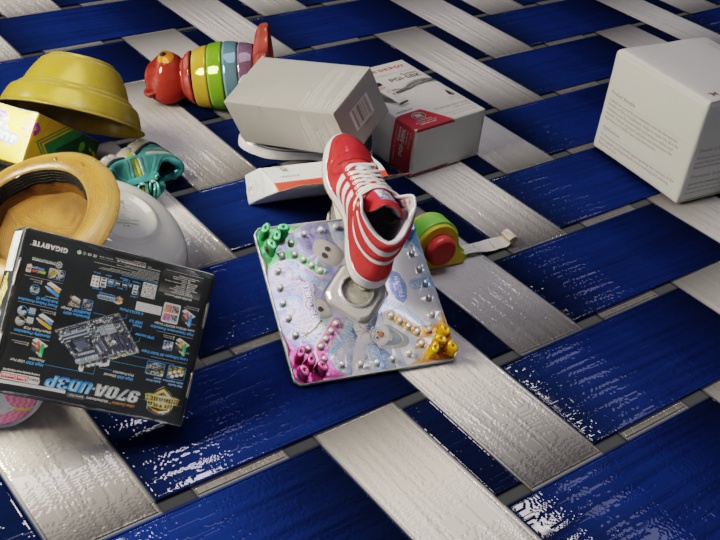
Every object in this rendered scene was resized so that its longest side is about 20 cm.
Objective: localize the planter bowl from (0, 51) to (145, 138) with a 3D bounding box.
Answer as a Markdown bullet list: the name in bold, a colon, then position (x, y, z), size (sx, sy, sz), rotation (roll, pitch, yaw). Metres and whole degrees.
- **planter bowl**: position (-0.381, -0.242, 1.488), size (0.200, 0.084, 0.200), rotation (11, -3, 0)

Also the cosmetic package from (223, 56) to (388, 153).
- **cosmetic package**: position (-0.078, -0.230, 1.547), size (0.200, 0.090, 0.107), rotation (12, 54, 37)

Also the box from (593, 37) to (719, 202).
- **box**: position (0.508, -0.237, 1.702), size (0.200, 0.171, 0.199), rotation (-14, 39, -28)

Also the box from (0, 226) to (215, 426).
- **box**: position (-0.256, 0.057, 1.092), size (0.200, 0.159, 0.046), rotation (15, -7, -27)

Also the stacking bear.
- **stacking bear**: position (-0.237, -0.304, 1.722), size (0.200, 0.114, 0.122), rotation (-4, 48, 2)

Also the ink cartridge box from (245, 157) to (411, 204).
- **ink cartridge box**: position (-0.047, -0.127, 1.459), size (0.162, 0.057, 0.200), rotation (-9, -4, -23)

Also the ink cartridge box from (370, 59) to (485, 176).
- **ink cartridge box**: position (0.068, -0.238, 1.702), size (0.147, 0.083, 0.200), rotation (-21, 44, -34)

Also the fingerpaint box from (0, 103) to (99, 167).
- **fingerpaint box**: position (-0.475, -0.178, 1.453), size (0.200, 0.073, 0.167), rotation (17, -2, 14)

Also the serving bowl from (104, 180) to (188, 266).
- **serving bowl**: position (-0.290, -0.044, 1.306), size (0.200, 0.066, 0.200), rotation (21, 36, -17)

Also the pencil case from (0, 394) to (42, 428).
- **pencil case**: position (-0.384, 0.074, 1.160), size (0.091, 0.083, 0.200), rotation (-21, 39, -9)

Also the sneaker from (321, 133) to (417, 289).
- **sneaker**: position (0.009, -0.091, 1.260), size (0.071, 0.113, 0.200), rotation (-5, 65, -19)

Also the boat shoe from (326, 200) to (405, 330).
- **boat shoe**: position (0.000, 0.000, 1.361), size (0.075, 0.093, 0.200), rotation (0, 63, -19)

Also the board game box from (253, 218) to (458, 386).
- **board game box**: position (-0.004, 0.023, 1.276), size (0.200, 0.026, 0.200), rotation (-7, 65, -21)

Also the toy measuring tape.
- **toy measuring tape**: position (0.124, -0.047, 1.444), size (0.200, 0.074, 0.074), rotation (-13, 39, -26)

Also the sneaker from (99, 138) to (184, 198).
- **sneaker**: position (-0.301, -0.116, 1.467), size (0.080, 0.078, 0.200), rotation (24, 36, 8)

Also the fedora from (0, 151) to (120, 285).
- **fedora**: position (-0.336, -0.038, 1.186), size (0.200, 0.082, 0.201), rotation (-8, 49, 9)

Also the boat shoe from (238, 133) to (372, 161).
- **boat shoe**: position (-0.079, -0.200, 1.633), size (0.200, 0.066, 0.070), rotation (9, 34, 2)
